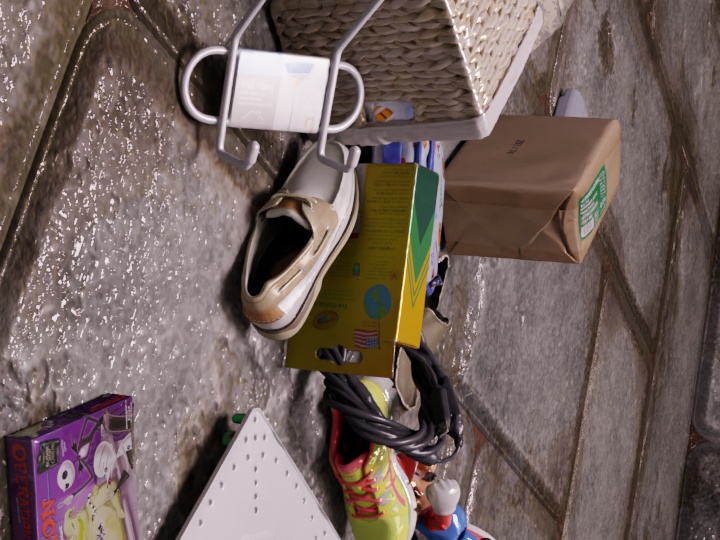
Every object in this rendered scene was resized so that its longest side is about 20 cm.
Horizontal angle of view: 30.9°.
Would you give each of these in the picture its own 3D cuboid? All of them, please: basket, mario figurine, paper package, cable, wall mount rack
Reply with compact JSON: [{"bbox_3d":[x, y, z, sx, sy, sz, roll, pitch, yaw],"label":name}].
[{"bbox_3d":[0.043,-0.238,1.230,0.201,0.196,0.162,-63,142,-39],"label":"basket"},{"bbox_3d":[0.092,0.257,1.441,0.200,0.123,0.107,42,38,-19],"label":"mario figurine"},{"bbox_3d":[0.212,-0.107,1.615,0.200,0.189,0.104,-51,138,-49],"label":"paper package"},{"bbox_3d":[0.021,0.105,1.323,0.162,0.051,0.202,13,44,-32],"label":"cable"},{"bbox_3d":[-0.048,-0.172,1.089,0.198,0.074,0.176,-2,109,-42],"label":"wall mount rack"}]

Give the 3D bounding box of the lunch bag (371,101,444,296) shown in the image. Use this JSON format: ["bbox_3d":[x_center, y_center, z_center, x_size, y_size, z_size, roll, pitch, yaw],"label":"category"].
[{"bbox_3d":[0.046,-0.070,1.357,0.160,0.075,0.203,63,28,-73],"label":"lunch bag"}]

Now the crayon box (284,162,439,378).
[{"bbox_3d":[0.000,0.000,1.243,0.051,0.126,0.203,18,78,-57],"label":"crayon box"}]

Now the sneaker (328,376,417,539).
[{"bbox_3d":[0.001,0.210,1.346,0.090,0.077,0.203,-16,96,-64],"label":"sneaker"}]

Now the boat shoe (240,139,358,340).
[{"bbox_3d":[-0.054,-0.040,1.183,0.069,0.074,0.202,62,40,-58],"label":"boat shoe"}]

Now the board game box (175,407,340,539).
[{"bbox_3d":[-0.101,0.259,1.141,0.201,0.026,0.201,62,41,-35],"label":"board game box"}]

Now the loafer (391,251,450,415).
[{"bbox_3d":[0.060,0.063,1.449,0.075,0.069,0.203,18,76,-64],"label":"loafer"}]

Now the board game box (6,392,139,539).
[{"bbox_3d":[-0.204,0.202,0.949,0.120,0.032,0.203,-19,111,-59],"label":"board game box"}]

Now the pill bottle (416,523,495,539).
[{"bbox_3d":[0.091,0.401,1.511,0.201,0.113,0.115,-62,146,-42],"label":"pill bottle"}]

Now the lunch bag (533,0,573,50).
[{"bbox_3d":[0.158,-0.352,1.524,0.168,0.138,0.202,-60,144,-45],"label":"lunch bag"}]

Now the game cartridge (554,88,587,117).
[{"bbox_3d":[0.338,-0.171,2.066,0.201,0.041,0.134,64,34,-47],"label":"game cartridge"}]
